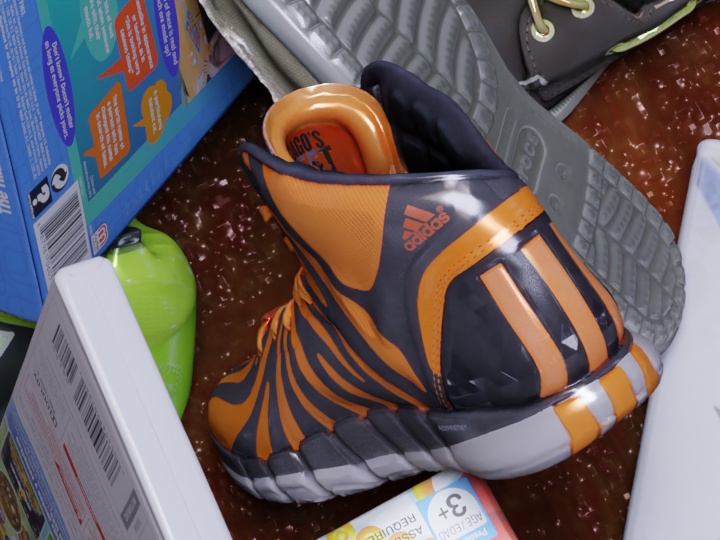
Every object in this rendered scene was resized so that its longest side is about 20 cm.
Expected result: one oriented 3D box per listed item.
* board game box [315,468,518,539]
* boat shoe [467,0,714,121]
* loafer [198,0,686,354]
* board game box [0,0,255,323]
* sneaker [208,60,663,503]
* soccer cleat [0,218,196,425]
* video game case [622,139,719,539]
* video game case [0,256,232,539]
[{"bbox_3d":[0.037,0.173,0.841,0.103,0.105,0.200,-28,73,-5],"label":"board game box"},{"bbox_3d":[0.071,-0.099,0.945,0.201,0.061,0.072,-31,74,-6],"label":"boat shoe"},{"bbox_3d":[0.013,-0.035,0.885,0.200,0.070,0.075,46,41,-19],"label":"loafer"},{"bbox_3d":[-0.069,-0.106,0.870,0.045,0.152,0.200,16,46,25],"label":"board game box"},{"bbox_3d":[0.000,0.000,0.834,0.078,0.200,0.112,-37,102,-31],"label":"sneaker"},{"bbox_3d":[-0.148,0.031,0.906,0.199,0.068,0.081,-8,114,-6],"label":"soccer cleat"},{"bbox_3d":[0.187,0.063,0.908,0.199,0.022,0.183,10,74,7],"label":"video game case"},{"bbox_3d":[-0.068,0.100,0.824,0.018,0.200,0.144,-18,72,-22],"label":"video game case"}]
